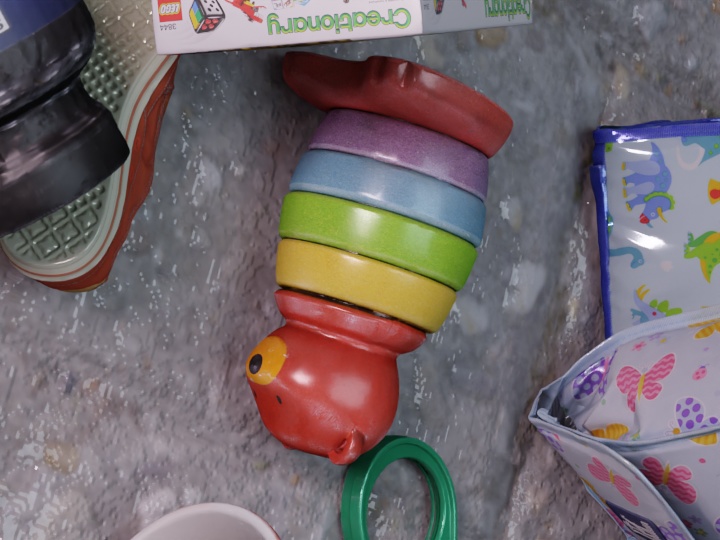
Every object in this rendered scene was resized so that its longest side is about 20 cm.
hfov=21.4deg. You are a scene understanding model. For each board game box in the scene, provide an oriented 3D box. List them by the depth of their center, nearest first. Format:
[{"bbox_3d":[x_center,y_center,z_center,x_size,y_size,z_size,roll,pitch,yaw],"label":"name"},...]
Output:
[{"bbox_3d":[-0.002,-0.128,0.917,0.200,0.126,0.035,-24,111,-69],"label":"board game box"}]

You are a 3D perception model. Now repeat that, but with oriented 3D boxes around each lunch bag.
[{"bbox_3d":[0.225,0.117,1.147,0.170,0.200,0.127,52,40,-31],"label":"lunch bag"},{"bbox_3d":[0.247,-0.016,1.228,0.200,0.127,0.170,-6,95,-16],"label":"lunch bag"}]

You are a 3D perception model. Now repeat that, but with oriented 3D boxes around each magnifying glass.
[{"bbox_3d":[0.038,0.187,1.087,0.080,0.022,0.200,-34,112,-41],"label":"magnifying glass"}]

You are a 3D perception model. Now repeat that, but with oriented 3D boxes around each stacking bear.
[{"bbox_3d":[0.000,0.000,0.990,0.114,0.121,0.200,21,85,-36],"label":"stacking bear"}]

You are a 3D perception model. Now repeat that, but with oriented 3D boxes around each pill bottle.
[{"bbox_3d":[-0.179,-0.115,0.781,0.112,0.112,0.200,-41,111,-38],"label":"pill bottle"}]

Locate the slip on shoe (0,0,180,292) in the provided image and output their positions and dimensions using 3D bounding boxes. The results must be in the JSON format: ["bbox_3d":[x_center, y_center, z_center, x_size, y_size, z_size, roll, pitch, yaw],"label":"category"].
[{"bbox_3d":[-0.121,-0.080,0.898,0.061,0.074,0.200,80,20,-67],"label":"slip on shoe"}]

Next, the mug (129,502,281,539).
[{"bbox_3d":[-0.038,0.233,0.935,0.200,0.133,0.178,40,63,-43],"label":"mug"}]
